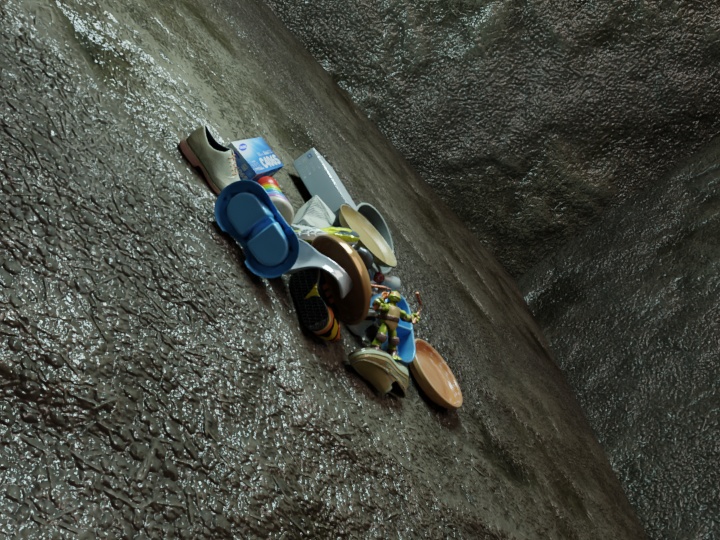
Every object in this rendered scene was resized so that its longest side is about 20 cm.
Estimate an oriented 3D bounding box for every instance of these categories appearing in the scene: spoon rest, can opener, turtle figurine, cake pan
[{"bbox_3d":[-0.108,-0.014,1.265,0.199,0.061,0.099,24,52,19],"label":"spoon rest"},{"bbox_3d":[0.000,0.000,1.430,0.066,0.053,0.200,27,-13,16],"label":"can opener"},{"bbox_3d":[0.058,0.110,1.388,0.200,0.064,0.162,25,73,-49],"label":"turtle figurine"},{"bbox_3d":[0.025,-0.083,1.711,0.200,0.037,0.201,36,45,-46],"label":"cake pan"}]

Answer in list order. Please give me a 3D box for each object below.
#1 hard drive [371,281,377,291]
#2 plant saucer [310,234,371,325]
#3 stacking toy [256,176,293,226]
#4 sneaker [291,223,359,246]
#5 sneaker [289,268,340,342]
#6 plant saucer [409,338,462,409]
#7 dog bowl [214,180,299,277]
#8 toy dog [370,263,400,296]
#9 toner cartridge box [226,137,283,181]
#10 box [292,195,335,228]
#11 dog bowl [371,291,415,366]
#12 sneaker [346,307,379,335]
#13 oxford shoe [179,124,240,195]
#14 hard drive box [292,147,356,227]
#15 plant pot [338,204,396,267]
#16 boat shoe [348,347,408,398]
[{"bbox_3d":[-0.034,-0.037,1.680,0.200,0.027,0.132,43,20,-29],"label":"hard drive"},{"bbox_3d":[-0.039,0.016,1.325,0.037,0.200,0.201,-24,74,-31],"label":"plant saucer"},{"bbox_3d":[-0.198,-0.157,1.405,0.085,0.085,0.200,43,13,-28],"label":"stacking toy"},{"bbox_3d":[-0.099,-0.052,1.400,0.199,0.085,0.075,4,19,-16],"label":"sneaker"},{"bbox_3d":[-0.089,0.064,1.308,0.090,0.070,0.201,53,14,-47],"label":"sneaker"},{"bbox_3d":[0.184,0.267,1.607,0.200,0.037,0.200,45,20,-21],"label":"plant saucer"},{"bbox_3d":[-0.193,-0.077,1.215,0.200,0.111,0.050,54,4,6],"label":"dog bowl"},{"bbox_3d":[-0.003,0.004,1.580,0.200,0.132,0.096,50,-21,-21],"label":"toy dog"},{"bbox_3d":[-0.258,-0.267,1.529,0.095,0.043,0.200,50,18,-5],"label":"toner cartridge box"},{"bbox_3d":[-0.119,-0.109,1.534,0.082,0.068,0.200,47,18,-15],"label":"box"},{"bbox_3d":[0.078,0.140,1.492,0.111,0.049,0.201,23,51,-41],"label":"dog bowl"},{"bbox_3d":[-0.031,0.047,1.446,0.200,0.080,0.074,53,20,5],"label":"sneaker"},{"bbox_3d":[-0.282,-0.209,1.309,0.200,0.074,0.071,48,18,-16],"label":"oxford shoe"},{"bbox_3d":[-0.089,-0.220,1.768,0.201,0.077,0.156,59,9,20],"label":"hard drive box"},{"bbox_3d":[0.013,-0.080,1.561,0.200,0.027,0.200,44,17,-17],"label":"plant pot"},{"bbox_3d":[0.047,0.223,1.335,0.200,0.071,0.077,31,43,-46],"label":"boat shoe"}]
